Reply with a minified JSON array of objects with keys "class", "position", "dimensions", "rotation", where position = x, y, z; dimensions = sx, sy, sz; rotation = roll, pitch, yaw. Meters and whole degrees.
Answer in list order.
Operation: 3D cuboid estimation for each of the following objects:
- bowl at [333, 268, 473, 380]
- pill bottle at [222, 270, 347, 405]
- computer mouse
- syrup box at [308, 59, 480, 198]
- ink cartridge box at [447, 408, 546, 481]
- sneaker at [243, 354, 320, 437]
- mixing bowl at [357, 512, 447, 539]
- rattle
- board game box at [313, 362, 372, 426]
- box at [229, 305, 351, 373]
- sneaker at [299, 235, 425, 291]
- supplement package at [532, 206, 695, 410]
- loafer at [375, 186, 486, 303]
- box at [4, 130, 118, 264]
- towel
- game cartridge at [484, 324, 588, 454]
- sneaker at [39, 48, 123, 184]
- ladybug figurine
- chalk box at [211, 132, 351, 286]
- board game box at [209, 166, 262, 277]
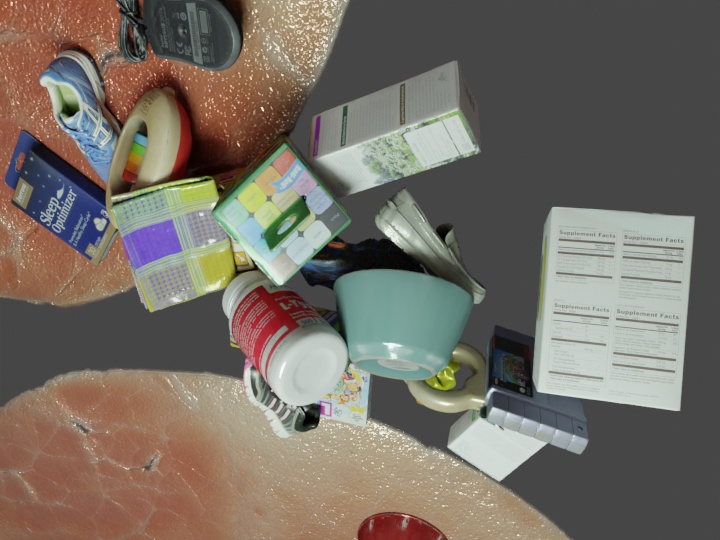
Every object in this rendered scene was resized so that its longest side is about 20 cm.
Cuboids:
[{"class":"bowl","position":[0.051,0.084,0.857],"dimensions":[0.196,0.107,0.201],"rotation":[9,159,3]},{"class":"pill bottle","position":[-0.112,0.084,0.866],"dimensions":[0.199,0.111,0.114],"rotation":[38,140,44]},{"class":"computer mouse","position":[-0.219,-0.312,0.781],"dimensions":[0.197,0.053,0.141],"rotation":[21,129,18]},{"class":"syrup box","position":[0.039,-0.165,0.759],"dimensions":[0.197,0.083,0.079],"rotation":[-14,145,25]},{"class":"ink cartridge box","position":[0.238,0.240,0.994],"dimensions":[0.108,0.051,0.201],"rotation":[33,124,-5]},{"class":"sneaker","position":[-0.121,0.198,1.014],"dimensions":[0.086,0.075,0.202],"rotation":[-9,130,17]},{"class":"mixing bowl","position":[0.075,0.585,1.230],"dimensions":[0.196,0.109,0.204],"rotation":[8,123,12]},{"class":"rattle","position":[0.152,0.201,0.915],"dimensions":[0.198,0.129,0.145],"rotation":[28,122,34]},{"class":"board game box","position":[-0.078,0.184,1.062],"dimensions":[0.196,0.034,0.137],"rotation":[10,125,10]},{"class":"box","position":[-0.105,0.096,0.996],"dimensions":[0.196,0.065,0.071],"rotation":[12,125,10]},{"class":"sneaker","position":[0.000,0.000,0.908],"dimensions":[0.196,0.076,0.079],"rotation":[13,138,15]},{"class":"supplement package","position":[0.286,0.042,0.737],"dimensions":[0.147,0.152,0.205],"rotation":[5,88,14]},{"class":"loafer","position":[0.107,-0.030,0.848],"dimensions":[0.199,0.070,0.070],"rotation":[40,96,-24]},{"class":"box","position":[-0.474,-0.112,0.995],"dimensions":[0.199,0.033,0.121],"rotation":[38,125,-8]},{"class":"towel","position":[-0.248,-0.032,0.862],"dimensions":[0.141,0.023,0.202],"rotation":[-16,136,-16]},{"class":"game cartridge","position":[0.231,0.149,0.844],"dimensions":[0.127,0.201,0.039],"rotation":[22,118,2]},{"class":"sneaker","position":[-0.385,-0.199,0.883],"dimensions":[0.074,0.078,0.203],"rotation":[-8,121,19]},{"class":"ladybug figurine","position":[-0.284,-0.148,0.859],"dimensions":[0.135,0.071,0.203],"rotation":[37,107,41]},{"class":"chalk box","position":[-0.098,-0.077,0.779],"dimensions":[0.124,0.200,0.124],"rotation":[-41,106,4]},{"class":"board game box","position":[-0.235,-0.059,0.946],"dimensions":[0.196,0.047,0.154],"rotation":[-8,119,21]}]
